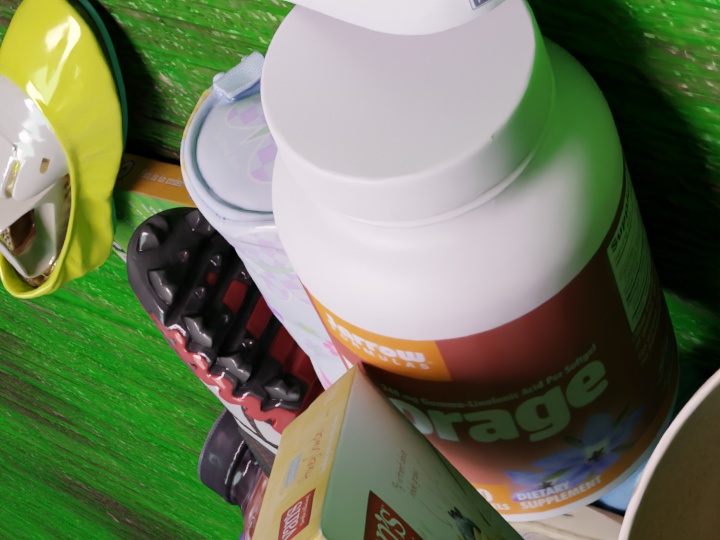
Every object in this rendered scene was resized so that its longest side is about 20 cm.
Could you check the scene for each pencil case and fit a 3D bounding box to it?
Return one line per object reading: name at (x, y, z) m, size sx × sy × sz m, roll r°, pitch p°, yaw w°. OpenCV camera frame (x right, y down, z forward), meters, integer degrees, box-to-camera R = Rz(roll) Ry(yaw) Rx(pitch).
pencil case at (0.000, 0.000, 0.894) m, size 0.091 × 0.083 × 0.200 m, roll 32°, pitch 162°, yaw 37°

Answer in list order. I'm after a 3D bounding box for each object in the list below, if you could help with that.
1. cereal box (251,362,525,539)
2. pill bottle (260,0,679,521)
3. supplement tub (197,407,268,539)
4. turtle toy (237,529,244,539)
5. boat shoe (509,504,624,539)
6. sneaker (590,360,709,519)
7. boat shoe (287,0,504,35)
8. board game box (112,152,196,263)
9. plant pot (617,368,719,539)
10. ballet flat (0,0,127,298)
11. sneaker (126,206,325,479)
cereal box at (0.050, 0.128, 0.679) m, size 0.200 × 0.040 × 0.144 m, roll 46°, pitch -167°, yaw -10°
pill bottle at (0.036, -0.009, 0.747) m, size 0.112 × 0.112 × 0.200 m, roll 28°, pitch 160°, yaw 30°
supplement tub at (0.016, 0.130, 1.155) m, size 0.200 × 0.107 × 0.107 m, roll 34°, pitch 162°, yaw 18°
turtle toy at (-0.026, 0.180, 1.250) m, size 0.146 × 0.199 × 0.101 m, roll -126°, pitch 16°, yaw -53°
boat shoe at (0.111, 0.132, 0.793) m, size 0.200 × 0.066 × 0.074 m, roll 6°, pitch 140°, yaw 55°
sneaker at (0.142, 0.102, 0.879) m, size 0.130 × 0.080 × 0.200 m, roll 31°, pitch 155°, yaw 26°
boat shoe at (-0.032, -0.123, 0.689) m, size 0.199 × 0.074 × 0.066 m, roll 12°, pitch 141°, yaw 41°
board game box at (-0.070, -0.012, 1.099) m, size 0.200 × 0.030 × 0.096 m, roll 19°, pitch 155°, yaw 53°
plant pot at (0.184, 0.096, 0.639) m, size 0.200 × 0.201 × 0.134 m, roll 32°, pitch -162°, yaw 20°
ballet flat at (-0.144, -0.047, 1.041) m, size 0.067 × 0.067 × 0.200 m, roll 42°, pitch 155°, yaw 17°
sneaker at (-0.033, 0.050, 1.023) m, size 0.200 × 0.071 × 0.098 m, roll 40°, pitch 153°, yaw -17°
